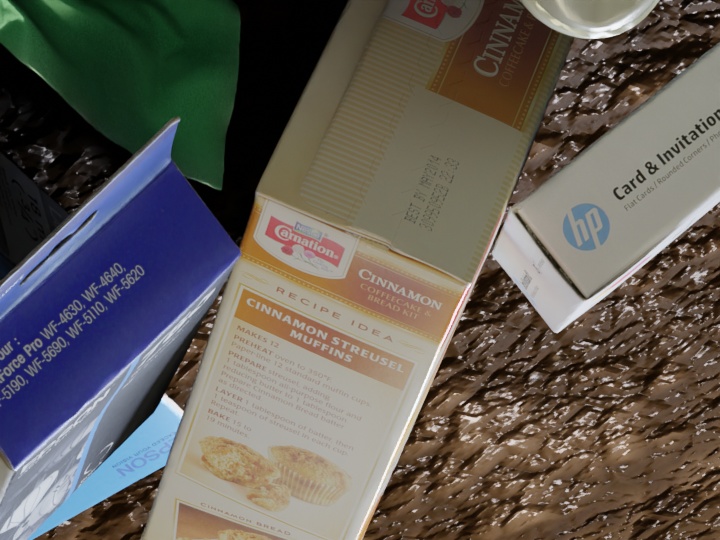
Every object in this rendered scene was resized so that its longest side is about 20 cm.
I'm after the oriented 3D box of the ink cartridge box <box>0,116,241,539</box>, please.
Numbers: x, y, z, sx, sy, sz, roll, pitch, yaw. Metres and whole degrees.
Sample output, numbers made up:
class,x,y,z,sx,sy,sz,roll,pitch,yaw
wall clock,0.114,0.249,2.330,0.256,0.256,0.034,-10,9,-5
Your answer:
class,x,y,z,sx,sy,sz,roll,pitch,yaw
ink cartridge box,-0.091,0.033,0.901,0.099,0.039,0.200,-45,174,-23

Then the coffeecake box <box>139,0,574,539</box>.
class,x,y,z,sx,sy,sz,roll,pitch,yaw
coffeecake box,0.000,0.000,0.988,0.073,0.154,0.200,23,139,2

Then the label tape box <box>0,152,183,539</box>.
class,x,y,z,sx,sy,sz,roll,pitch,yaw
label tape box,-0.163,0.028,1.034,0.144,0.063,0.200,-28,145,11

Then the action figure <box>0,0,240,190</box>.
class,x,y,z,sx,sy,sz,roll,pitch,yaw
action figure,-0.123,-0.103,0.855,0.199,0.119,0.055,23,141,-35

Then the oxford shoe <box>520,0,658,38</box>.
class,x,y,z,sx,sy,sz,roll,pitch,yaw
oxford shoe,0.085,-0.154,0.801,0.075,0.058,0.201,6,114,-27

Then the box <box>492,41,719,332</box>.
class,x,y,z,sx,sy,sz,roll,pitch,yaw
box,0.133,-0.060,0.972,0.200,0.041,0.156,-40,176,-2
